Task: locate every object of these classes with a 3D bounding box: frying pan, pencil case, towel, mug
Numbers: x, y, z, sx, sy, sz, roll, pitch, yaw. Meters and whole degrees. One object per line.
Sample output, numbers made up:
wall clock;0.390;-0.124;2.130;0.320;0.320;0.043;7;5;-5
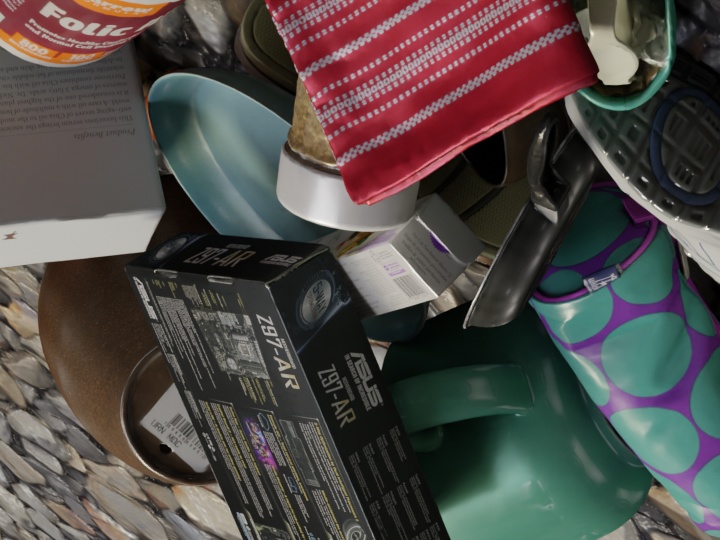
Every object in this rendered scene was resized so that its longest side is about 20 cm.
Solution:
frying pan;0.094;-0.040;1.195;0.031;0.115;0.190;30;141;5
pencil case;0.169;0.050;1.314;0.092;0.085;0.200;-26;120;22
towel;0.009;-0.142;1.085;0.145;0.022;0.200;-26;88;34
mug;0.094;0.089;1.374;0.114;0.185;0.152;-23;102;27

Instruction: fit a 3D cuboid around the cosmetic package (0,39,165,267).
cosmetic package;-0.180;-0.109;1.393;0.071;0.101;0.200;125;136;-66

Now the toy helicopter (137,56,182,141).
toy helicopter;-0.188;-0.058;1.492;0.079;0.200;0.132;34;130;11

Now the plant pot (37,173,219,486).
plant pot;-0.103;0.055;1.496;0.187;0.187;0.200;47;-175;-16

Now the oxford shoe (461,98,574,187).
oxford shoe;0.037;-0.123;1.207;0.200;0.084;0.073;52;155;-22

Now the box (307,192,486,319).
box;0.000;0.000;1.283;0.041;0.039;0.200;49;158;-9

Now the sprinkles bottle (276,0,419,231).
sprinkles bottle;0.008;-0.121;1.147;0.068;0.068;0.200;24;115;32

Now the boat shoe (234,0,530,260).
boat shoe;0.018;-0.078;1.336;0.200;0.075;0.068;42;167;1

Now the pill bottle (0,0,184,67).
pill bottle;-0.127;-0.180;1.258;0.114;0.114;0.200;45;156;-11

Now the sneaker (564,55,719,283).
sneaker;0.174;-0.028;1.193;0.200;0.075;0.087;42;162;-3

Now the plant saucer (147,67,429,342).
plant saucer;-0.034;-0.041;1.357;0.200;0.027;0.200;37;158;18

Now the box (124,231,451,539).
box;-0.038;0.079;1.323;0.160;0.043;0.200;4;121;58

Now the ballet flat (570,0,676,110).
ballet flat;0.107;-0.142;1.078;0.067;0.070;0.200;-10;142;8
